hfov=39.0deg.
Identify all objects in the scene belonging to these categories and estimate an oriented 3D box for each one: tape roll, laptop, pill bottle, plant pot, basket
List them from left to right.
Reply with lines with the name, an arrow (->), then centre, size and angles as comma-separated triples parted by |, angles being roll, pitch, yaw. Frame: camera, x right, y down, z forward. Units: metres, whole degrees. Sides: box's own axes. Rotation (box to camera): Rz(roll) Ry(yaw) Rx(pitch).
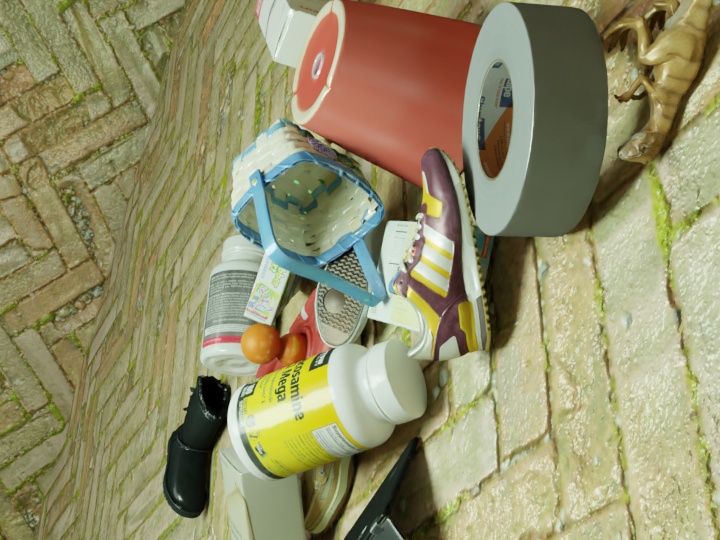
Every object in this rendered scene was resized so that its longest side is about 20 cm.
pill bottle -> -0.182, 0.052, 1.566 | 0.111, 0.110, 0.201 | -38, 43, 56
basket -> -0.057, -0.061, 1.126 | 0.139, 0.176, 0.201 | -36, 51, 25
pill bottle -> -0.034, 0.145, 1.085 | 0.199, 0.112, 0.113 | -24, 49, 25
plant pot -> 0.029, -0.207, 1.139 | 0.200, 0.176, 0.202 | -166, 90, -68
laptop -> 0.037, 0.314, 1.028 | 0.188, 0.115, 0.200 | -60, -1, 33
tape roll -> 0.147, -0.130, 0.889 | 0.200, 0.066, 0.202 | -178, 90, -80

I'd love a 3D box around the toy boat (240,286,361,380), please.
toy boat -> -0.091, 0.103, 1.295 | 0.200, 0.130, 0.131 | -56, 29, 39

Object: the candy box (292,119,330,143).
candy box -> -0.024, -0.236, 1.371 | 0.115, 0.055, 0.200 | -48, 1, -40

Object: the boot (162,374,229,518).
boot -> -0.267, 0.285, 1.689 | 0.163, 0.073, 0.199 | -59, 27, 29

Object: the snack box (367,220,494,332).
snack box -> 0.071, 0.007, 1.092 | 0.200, 0.037, 0.117 | -170, 92, -68

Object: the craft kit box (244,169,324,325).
craft kit box -> -0.089, -0.044, 1.390 | 0.198, 0.048, 0.201 | -70, 0, -76

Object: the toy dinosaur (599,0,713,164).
toy dinosaur -> 0.248, -0.181, 0.785 | 0.106, 0.060, 0.201 | 51, 135, 48

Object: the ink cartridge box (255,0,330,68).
ink cartridge box -> -0.066, -0.359, 1.489 | 0.200, 0.146, 0.083 | -110, 40, -54

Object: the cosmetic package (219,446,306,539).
cosmetic package -> -0.111, 0.313, 1.207 | 0.103, 0.073, 0.202 | -165, 66, -68

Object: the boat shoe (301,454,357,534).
boat shoe -> -0.047, 0.216, 1.195 | 0.201, 0.076, 0.072 | -71, 23, 13

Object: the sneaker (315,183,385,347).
sneaker -> 0.000, 0.000, 1.230 | 0.072, 0.085, 0.202 | 4, 77, 26

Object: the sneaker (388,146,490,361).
sneaker -> 0.065, -0.015, 0.963 | 0.075, 0.089, 0.202 | 54, -155, -83
